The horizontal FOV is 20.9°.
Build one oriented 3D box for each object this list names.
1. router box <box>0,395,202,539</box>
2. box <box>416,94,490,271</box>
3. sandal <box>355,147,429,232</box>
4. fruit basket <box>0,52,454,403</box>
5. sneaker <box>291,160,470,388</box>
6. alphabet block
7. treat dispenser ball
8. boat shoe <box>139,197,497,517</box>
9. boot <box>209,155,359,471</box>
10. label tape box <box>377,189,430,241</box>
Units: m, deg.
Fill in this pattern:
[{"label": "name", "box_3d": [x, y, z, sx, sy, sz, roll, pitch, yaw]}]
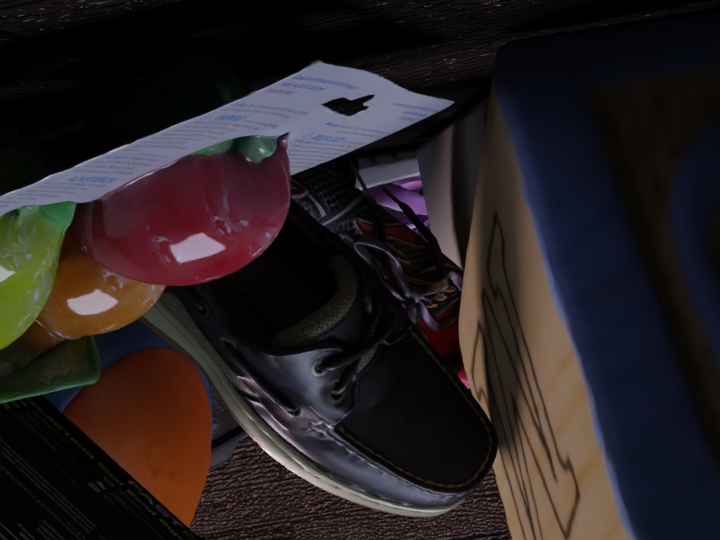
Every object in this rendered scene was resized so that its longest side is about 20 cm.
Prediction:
[{"label": "router box", "box_3d": [-0.136, 0.130, 0.691, 0.150, 0.200, 0.062, -49, 173, 5]}, {"label": "box", "box_3d": [0.089, -0.039, 0.912, 0.094, 0.078, 0.200, -10, 179, -5]}, {"label": "sandal", "box_3d": [0.012, -0.037, 1.055, 0.201, 0.050, 0.082, -11, 180, -11]}, {"label": "fruit basket", "box_3d": [-0.081, -0.023, 0.572, 0.199, 0.094, 0.185, -27, 175, 14]}, {"label": "sneaker", "box_3d": [0.000, 0.000, 0.856, 0.074, 0.081, 0.199, 31, -175, 36]}, {"label": "alphabet block", "box_3d": [0.150, 0.037, 0.702, 0.193, 0.198, 0.200, -9, 152, -7]}, {"label": "treat dispenser ball", "box_3d": [-0.162, 0.068, 0.830, 0.199, 0.203, 0.201, -10, 179, 0]}, {"label": "boat shoe", "box_3d": [-0.023, 0.020, 0.724, 0.072, 0.201, 0.066, -55, -166, -26]}, {"label": "boot", "box_3d": [-0.038, 0.008, 0.965, 0.200, 0.069, 0.175, -40, 162, -49]}, {"label": "label tape box", "box_3d": [0.058, 0.010, 1.212, 0.198, 0.145, 0.063, -10, 155, -19]}]
